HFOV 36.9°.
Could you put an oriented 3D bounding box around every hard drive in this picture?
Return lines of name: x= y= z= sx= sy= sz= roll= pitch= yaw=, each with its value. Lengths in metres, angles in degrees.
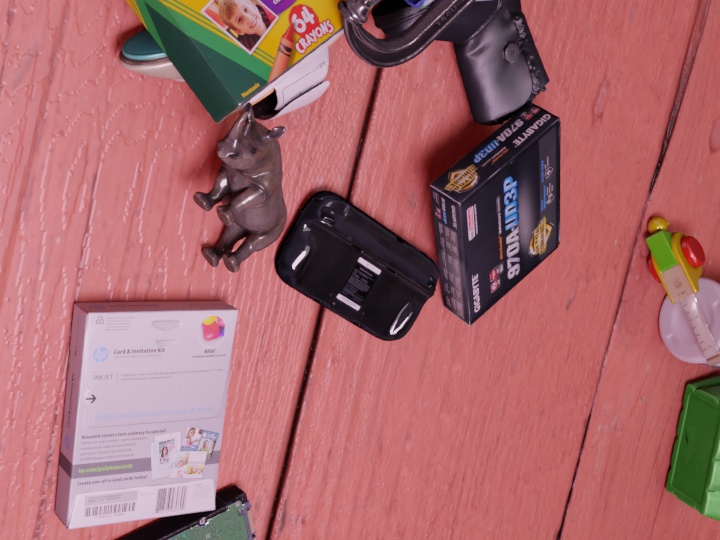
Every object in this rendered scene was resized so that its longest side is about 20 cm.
hard drive: x=-0.190 y=0.317 z=1.070 sx=0.198 sy=0.038 sz=0.142 roll=-21 pitch=115 yaw=-29

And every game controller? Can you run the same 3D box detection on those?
game controller: x=0.000 y=0.000 z=1.130 sx=0.199 sy=0.042 sz=0.105 roll=32 pitch=97 yaw=-37

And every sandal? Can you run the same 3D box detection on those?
sandal: x=-0.050 y=-0.189 z=1.008 sx=0.206 sy=0.079 sz=0.060 roll=-42 pitch=120 yaw=-22

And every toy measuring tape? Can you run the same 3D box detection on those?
toy measuring tape: x=0.427 y=0.021 z=1.396 sx=0.073 sy=0.073 sz=0.203 roll=-21 pitch=83 yaw=-29

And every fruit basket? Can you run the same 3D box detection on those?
fruit basket: x=0.556 y=0.257 z=1.518 sx=0.212 sy=0.155 sz=0.220 roll=-5 pitch=104 yaw=-20

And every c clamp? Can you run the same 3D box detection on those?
c clamp: x=0.051 y=-0.254 z=0.896 sx=0.200 sy=0.027 sz=0.170 roll=-45 pitch=152 yaw=24

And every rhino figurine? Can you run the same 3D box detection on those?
rhino figurine: x=-0.103 y=-0.077 z=0.964 sx=0.087 sy=0.060 sz=0.201 roll=-42 pitch=159 yaw=-26

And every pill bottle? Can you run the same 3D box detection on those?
pill bottle: x=0.510 y=0.080 z=1.473 sx=0.198 sy=0.113 sz=0.116 roll=12 pitch=96 yaw=-38

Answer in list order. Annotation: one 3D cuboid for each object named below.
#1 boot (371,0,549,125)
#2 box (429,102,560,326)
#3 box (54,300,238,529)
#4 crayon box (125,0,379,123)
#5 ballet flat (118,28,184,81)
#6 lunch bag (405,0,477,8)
boot: x=0.113 y=-0.226 z=1.118 sx=0.199 sy=0.076 sz=0.171 roll=-33 pitch=116 yaw=-32
box: x=0.151 y=-0.059 z=1.171 sx=0.158 sy=0.046 sz=0.202 roll=-39 pitch=144 yaw=-23
box: x=-0.200 y=0.132 z=1.011 sx=0.154 sy=0.041 sz=0.204 roll=0 pitch=104 yaw=-37
crayon box: x=-0.095 y=-0.254 z=0.913 sx=0.200 sy=0.058 sz=0.174 roll=-43 pitch=102 yaw=-30
ballet flat: x=-0.123 y=-0.205 z=0.964 sx=0.199 sy=0.069 sz=0.070 roll=-34 pitch=120 yaw=-25
lunch bag: x=0.085 y=-0.347 z=1.008 sx=0.168 sy=0.202 sz=0.128 roll=-12 pitch=148 yaw=-31
